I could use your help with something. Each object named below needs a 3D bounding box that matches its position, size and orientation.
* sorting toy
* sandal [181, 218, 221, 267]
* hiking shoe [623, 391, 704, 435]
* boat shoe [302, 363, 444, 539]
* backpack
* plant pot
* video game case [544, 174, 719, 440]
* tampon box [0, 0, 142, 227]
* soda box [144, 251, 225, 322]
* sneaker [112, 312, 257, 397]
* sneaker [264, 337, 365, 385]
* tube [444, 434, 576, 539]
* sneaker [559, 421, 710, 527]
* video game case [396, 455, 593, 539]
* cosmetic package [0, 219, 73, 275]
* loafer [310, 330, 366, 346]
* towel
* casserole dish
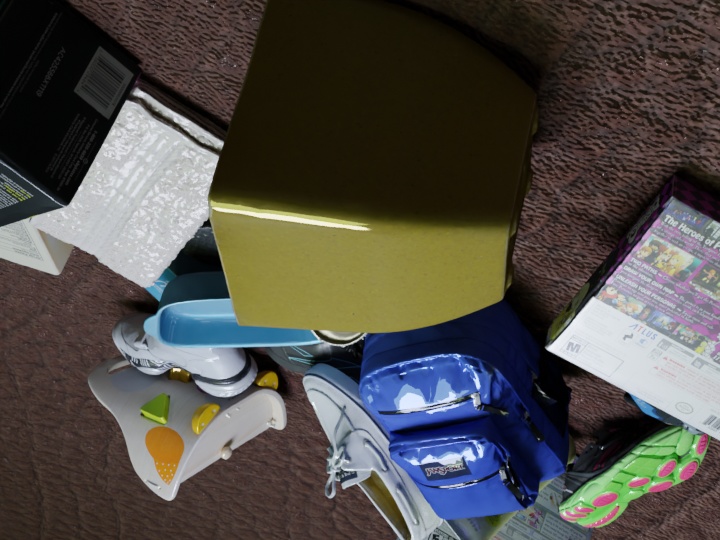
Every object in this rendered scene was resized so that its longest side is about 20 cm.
[{"bbox_3d":[-0.208,0.140,1.767,0.180,0.200,0.107,28,124,26],"label":"sorting toy"},{"bbox_3d":[-0.078,-0.042,1.415,0.200,0.048,0.075,-9,141,29],"label":"sandal"},{"bbox_3d":[0.258,0.084,1.331,0.086,0.075,0.200,13,153,20],"label":"hiking shoe"},{"bbox_3d":[-0.003,0.189,1.531,0.202,0.086,0.075,51,152,0],"label":"boat shoe"},{"bbox_3d":[0.095,0.118,1.418,0.162,0.168,0.200,-15,130,21],"label":"backpack"},{"bbox_3d":[0.021,-0.068,1.113,0.199,0.196,0.194,10,153,7],"label":"plant pot"},{"bbox_3d":[0.273,0.041,1.194,0.200,0.036,0.181,27,129,-8],"label":"video game case"},{"bbox_3d":[-0.310,-0.130,1.301,0.126,0.150,0.200,39,151,-29],"label":"tampon box"},{"bbox_3d":[-0.178,-0.011,1.523,0.064,0.068,0.200,1,147,36],"label":"soda box"},{"bbox_3d":[-0.206,0.061,1.692,0.200,0.075,0.115,18,144,36],"label":"sneaker"},{"bbox_3d":[-0.010,0.084,1.562,0.200,0.076,0.079,15,151,15],"label":"sneaker"},{"bbox_3d":[0.146,0.214,1.554,0.058,0.200,0.052,15,117,36],"label":"tube"},{"bbox_3d":[0.260,0.183,1.526,0.077,0.084,0.200,20,141,-28],"label":"sneaker"},{"bbox_3d":[0.152,0.254,1.633,0.200,0.182,0.045,33,155,-19],"label":"video game case"},{"bbox_3d":[-0.348,-0.083,1.520,0.105,0.071,0.200,17,155,11],"label":"cosmetic package"},{"bbox_3d":[-0.004,0.006,1.346,0.076,0.068,0.200,24,136,-4],"label":"loafer"},{"bbox_3d":[-0.196,-0.072,1.370,0.132,0.035,0.200,31,129,-14],"label":"towel"},{"bbox_3d":[-0.105,0.035,1.472,0.199,0.039,0.121,-1,156,-8],"label":"casserole dish"}]
